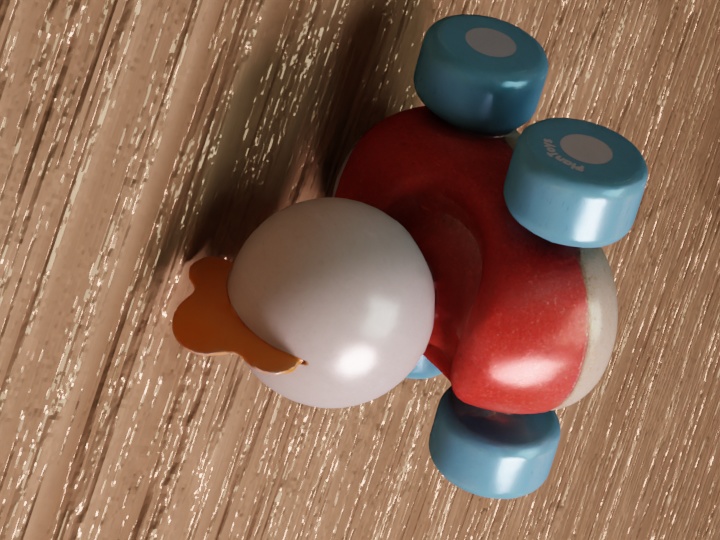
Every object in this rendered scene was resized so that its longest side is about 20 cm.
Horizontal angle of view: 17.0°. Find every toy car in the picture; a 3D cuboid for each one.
[{"bbox_3d":[0.000,0.000,1.109,0.200,0.177,0.184,-6,130,-29],"label":"toy car"}]
